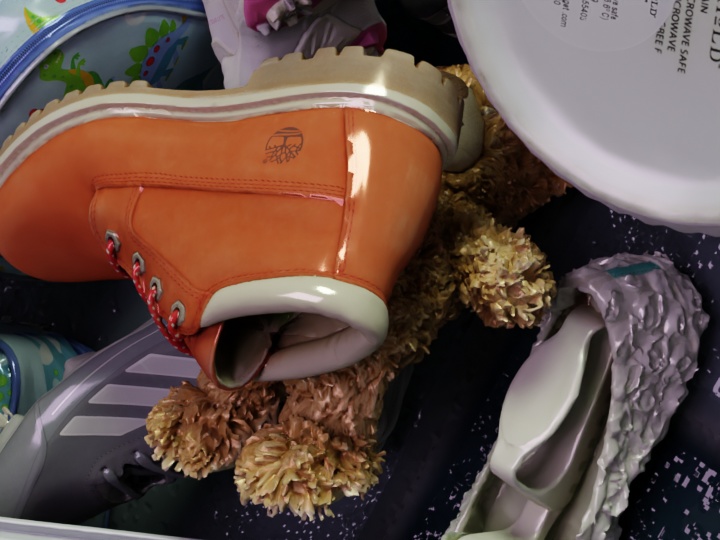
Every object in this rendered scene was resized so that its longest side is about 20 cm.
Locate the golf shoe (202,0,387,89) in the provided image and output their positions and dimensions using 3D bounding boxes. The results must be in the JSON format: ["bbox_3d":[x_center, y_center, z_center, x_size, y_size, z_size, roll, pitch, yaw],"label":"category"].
[{"bbox_3d":[-0.026,-0.123,0.822,0.092,0.075,0.200,63,159,15],"label":"golf shoe"}]

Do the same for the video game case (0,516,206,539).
[{"bbox_3d":[-0.100,0.159,0.894,0.200,0.018,0.143,5,123,9],"label":"video game case"}]

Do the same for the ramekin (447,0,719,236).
[{"bbox_3d":[0.120,-0.105,0.750,0.200,0.105,0.200,15,121,27],"label":"ramekin"}]

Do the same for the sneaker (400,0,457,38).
[{"bbox_3d":[0.018,-0.177,0.886,0.071,0.083,0.200,-31,68,34],"label":"sneaker"}]

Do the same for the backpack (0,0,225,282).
[{"bbox_3d":[-0.151,-0.094,0.930,0.147,0.200,0.183,48,112,28],"label":"backpack"}]

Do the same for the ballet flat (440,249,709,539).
[{"bbox_3d":[0.060,0.083,0.849,0.072,0.072,0.200,27,103,34],"label":"ballet flat"}]

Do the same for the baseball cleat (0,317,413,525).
[{"bbox_3d":[-0.058,0.057,0.905,0.200,0.070,0.106,-43,64,3],"label":"baseball cleat"}]

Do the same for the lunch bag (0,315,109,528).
[{"bbox_3d":[-0.189,0.116,1.014,0.161,0.082,0.200,5,89,35],"label":"lunch bag"}]

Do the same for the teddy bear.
[{"bbox_3d":[0.000,0.000,0.838,0.200,0.067,0.145,-45,34,-6],"label":"teddy bear"}]

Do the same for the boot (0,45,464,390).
[{"bbox_3d":[-0.063,-0.008,0.809,0.200,0.075,0.107,-9,58,37],"label":"boot"}]
